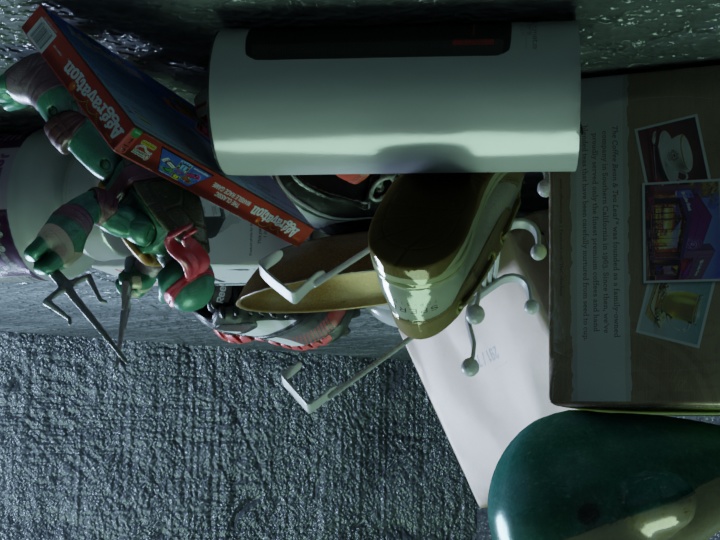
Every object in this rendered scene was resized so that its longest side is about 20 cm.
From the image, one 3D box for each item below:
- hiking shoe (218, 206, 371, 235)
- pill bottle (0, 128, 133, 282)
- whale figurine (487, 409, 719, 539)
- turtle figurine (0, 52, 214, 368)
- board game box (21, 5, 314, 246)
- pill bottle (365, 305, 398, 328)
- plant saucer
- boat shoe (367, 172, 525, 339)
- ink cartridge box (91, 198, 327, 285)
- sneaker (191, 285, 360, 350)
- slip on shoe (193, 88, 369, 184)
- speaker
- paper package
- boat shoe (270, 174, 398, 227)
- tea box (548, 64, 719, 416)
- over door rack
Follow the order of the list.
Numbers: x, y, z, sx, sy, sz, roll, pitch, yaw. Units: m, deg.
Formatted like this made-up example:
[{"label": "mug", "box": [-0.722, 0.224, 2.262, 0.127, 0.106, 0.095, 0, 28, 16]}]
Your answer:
[{"label": "hiking shoe", "box": [-0.047, -0.068, 0.907, 0.198, 0.077, 0.100, 12, -176, -44]}, {"label": "pill bottle", "box": [-0.259, -0.047, 0.870, 0.197, 0.114, 0.112, -3, 171, 21]}, {"label": "whale figurine", "box": [0.171, 0.123, 0.710, 0.197, 0.105, 0.159, -23, 170, 0]}, {"label": "turtle figurine", "box": [-0.140, -0.031, 0.686, 0.100, 0.202, 0.150, -29, 159, -1]}, {"label": "board game box", "box": [-0.105, -0.077, 0.675, 0.019, 0.103, 0.200, -44, 154, 9]}, {"label": "pill bottle", "box": [0.059, -0.001, 1.129, 0.118, 0.122, 0.200, -2, 171, 22]}, {"label": "plant saucer", "box": [0.000, 0.000, 0.899, 0.197, 0.036, 0.200, -7, 171, -1]}, {"label": "boat shoe", "box": [0.056, -0.040, 0.676, 0.073, 0.067, 0.201, 12, -139, 22]}, {"label": "ink cartridge box", "box": [-0.127, -0.034, 1.046, 0.196, 0.085, 0.144, 1, 173, 8]}, {"label": "sneaker", "box": [-0.095, 0.033, 1.140, 0.198, 0.072, 0.098, 0, 159, 38]}, {"label": "slip on shoe", "box": [-0.008, -0.088, 0.734, 0.197, 0.062, 0.074, 6, 172, -24]}, {"label": "speaker", "box": [0.021, -0.092, 0.628, 0.196, 0.083, 0.081, 0, 172, 8]}, {"label": "paper package", "box": [0.146, 0.076, 0.974, 0.102, 0.193, 0.200, -14, 162, -33]}, {"label": "boat shoe", "box": [0.017, -0.067, 0.838, 0.197, 0.075, 0.068, 11, 160, -36]}, {"label": "tea box", "box": [0.206, -0.008, 0.761, 0.132, 0.204, 0.196, -2, 170, 21]}, {"label": "over door rack", "box": [0.040, 0.020, 0.769, 0.198, 0.067, 0.149, -23, 146, -14]}]
